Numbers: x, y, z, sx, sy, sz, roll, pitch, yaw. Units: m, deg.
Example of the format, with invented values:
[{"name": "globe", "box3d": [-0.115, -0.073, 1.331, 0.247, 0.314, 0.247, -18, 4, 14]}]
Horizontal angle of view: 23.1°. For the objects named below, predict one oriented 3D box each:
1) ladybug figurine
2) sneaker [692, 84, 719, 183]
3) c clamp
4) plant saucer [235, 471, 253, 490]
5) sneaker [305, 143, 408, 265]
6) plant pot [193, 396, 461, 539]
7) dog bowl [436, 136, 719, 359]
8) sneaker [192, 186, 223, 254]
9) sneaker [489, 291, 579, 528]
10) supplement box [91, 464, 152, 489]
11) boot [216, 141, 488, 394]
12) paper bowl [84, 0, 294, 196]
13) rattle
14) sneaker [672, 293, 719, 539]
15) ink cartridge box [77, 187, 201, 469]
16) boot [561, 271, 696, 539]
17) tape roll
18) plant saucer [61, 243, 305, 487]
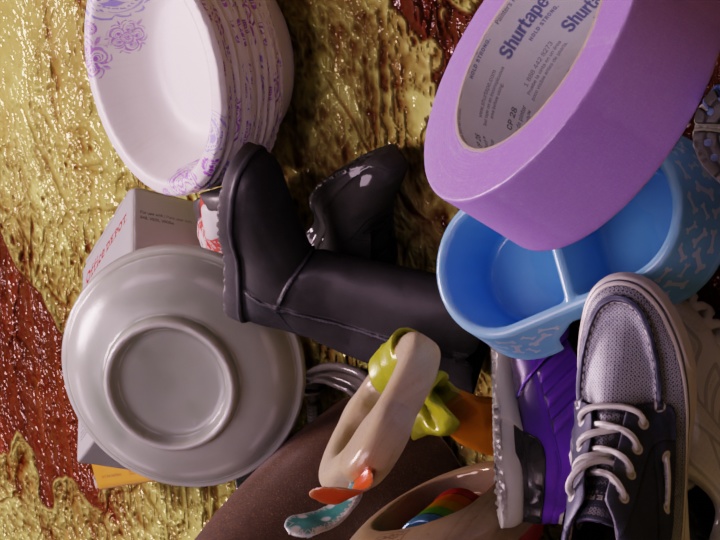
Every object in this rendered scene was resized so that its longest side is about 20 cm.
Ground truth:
[{"name": "ladybug figurine", "box3d": [0.062, 0.193, 1.221, 0.135, 0.200, 0.073, -15, 97, 34]}, {"name": "sneaker", "box3d": [0.270, -0.036, 0.958, 0.200, 0.085, 0.077, 47, 115, 2]}, {"name": "c clamp", "box3d": [-0.023, 0.162, 1.464, 0.170, 0.027, 0.202, 27, 125, 46]}, {"name": "plant saucer", "box3d": [-0.086, 0.214, 1.500, 0.201, 0.038, 0.203, 175, 90, -85]}, {"name": "sneaker", "box3d": [0.000, -0.021, 1.334, 0.091, 0.076, 0.200, 52, 148, 14]}, {"name": "plant pot", "box3d": [-0.040, 0.217, 1.339, 0.186, 0.199, 0.189, 20, 120, 39]}, {"name": "dog bowl", "box3d": [0.132, -0.017, 1.098, 0.199, 0.049, 0.113, -25, 70, 31]}, {"name": "sneaker", "box3d": [-0.090, -0.015, 1.411, 0.201, 0.067, 0.109, 171, 84, -79]}, {"name": "sneaker", "box3d": [0.137, 0.074, 1.178, 0.070, 0.098, 0.202, 81, -171, -68]}, {"name": "supplement box", "box3d": [-0.191, 0.162, 1.659, 0.199, 0.068, 0.067, -15, 90, 53]}, {"name": "boot", "box3d": [0.000, 0.001, 1.256, 0.198, 0.066, 0.166, 20, 141, 17]}, {"name": "paper bowl", "box3d": [-0.129, -0.167, 1.409, 0.200, 0.104, 0.203, 24, 121, 47]}, {"name": "rattle", "box3d": [0.038, 0.138, 1.178, 0.130, 0.200, 0.143, -37, 104, 16]}, {"name": "sneaker", "box3d": [0.201, 0.097, 1.090, 0.075, 0.080, 0.202, -37, 72, 55]}, {"name": "ink cartridge box", "box3d": [-0.185, 0.053, 1.525, 0.147, 0.082, 0.202, -49, 38, 49]}, {"name": "boot", "box3d": [0.152, 0.106, 1.018, 0.072, 0.090, 0.202, -4, 96, 29]}, {"name": "tape roll", "box3d": [0.121, -0.115, 1.026, 0.200, 0.065, 0.201, -47, 27, 32]}, {"name": "plant saucer", "box3d": [-0.143, 0.082, 1.370, 0.198, 0.050, 0.202, 2, 106, 8]}]
